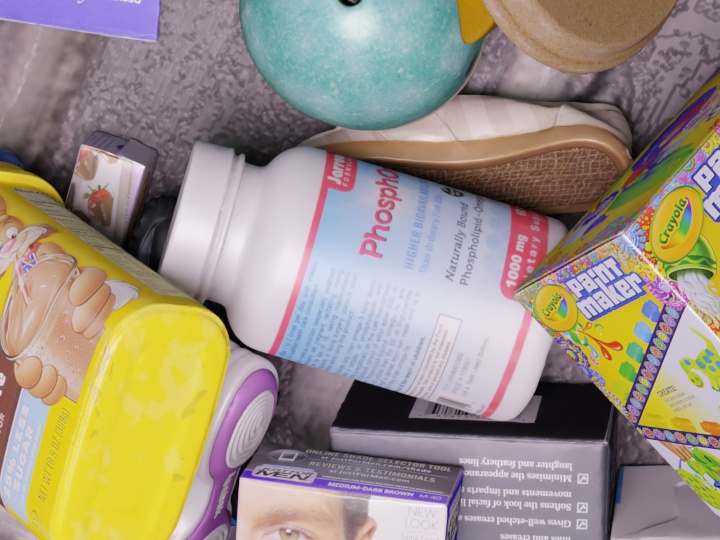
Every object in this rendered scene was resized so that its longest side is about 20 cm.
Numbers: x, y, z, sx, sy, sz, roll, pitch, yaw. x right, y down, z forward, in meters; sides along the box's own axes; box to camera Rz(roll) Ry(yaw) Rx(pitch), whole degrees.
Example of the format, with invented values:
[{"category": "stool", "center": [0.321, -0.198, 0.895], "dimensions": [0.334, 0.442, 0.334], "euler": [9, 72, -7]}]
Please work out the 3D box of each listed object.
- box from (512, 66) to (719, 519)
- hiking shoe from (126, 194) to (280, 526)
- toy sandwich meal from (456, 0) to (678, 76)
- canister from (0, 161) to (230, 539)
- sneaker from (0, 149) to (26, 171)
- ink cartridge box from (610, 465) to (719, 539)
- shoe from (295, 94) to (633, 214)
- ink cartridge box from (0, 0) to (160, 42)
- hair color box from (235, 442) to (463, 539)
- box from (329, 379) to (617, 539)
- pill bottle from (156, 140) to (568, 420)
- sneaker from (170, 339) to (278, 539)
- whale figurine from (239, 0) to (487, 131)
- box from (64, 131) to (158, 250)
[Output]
[{"category": "box", "center": [0.221, 0.002, 1.212], "dimensions": [0.193, 0.122, 0.200], "euler": [47, 64, -5]}, {"category": "hiking shoe", "center": [-0.086, 0.051, 1.355], "dimensions": [0.086, 0.074, 0.201], "euler": [1, 116, 5]}, {"category": "toy sandwich meal", "center": [0.093, -0.197, 1.226], "dimensions": [0.070, 0.205, 0.206], "euler": [3, 109, 46]}, {"category": "canister", "center": [-0.159, 0.045, 1.242], "dimensions": [0.086, 0.200, 0.149], "euler": [7, 106, -40]}, {"category": "sneaker", "center": [-0.232, 0.019, 1.372], "dimensions": [0.085, 0.077, 0.200], "euler": [35, 115, -12]}, {"category": "ink cartridge box", "center": [0.174, 0.218, 1.330], "dimensions": [0.067, 0.116, 0.201], "euler": [-1, 106, 9]}, {"category": "shoe", "center": [0.049, -0.057, 1.316], "dimensions": [0.199, 0.054, 0.070], "euler": [-4, 134, 14]}, {"category": "ink cartridge box", "center": [-0.195, -0.228, 1.309], "dimensions": [0.197, 0.043, 0.201], "euler": [8, 107, 6]}, {"category": "hair color box", "center": [-0.011, 0.197, 1.271], "dimensions": [0.109, 0.065, 0.201], "euler": [6, 104, 9]}, {"category": "box", "center": [0.063, 0.167, 1.339], "dimensions": [0.148, 0.107, 0.201], "euler": [3, 104, 8]}, {"category": "pill bottle", "center": [0.000, 0.000, 1.267], "dimensions": [0.199, 0.109, 0.109], "euler": [16, 107, -6]}, {"category": "sneaker", "center": [-0.112, 0.103, 1.315], "dimensions": [0.099, 0.075, 0.201], "euler": [36, 121, 18]}, {"category": "whale figurine", "center": [0.014, -0.171, 1.255], "dimensions": [0.158, 0.104, 0.201], "euler": [23, 94, 7]}, {"category": "box", "center": [-0.159, 0.023, 1.370], "dimensions": [0.039, 0.041, 0.201], "euler": [19, 106, 4]}]
